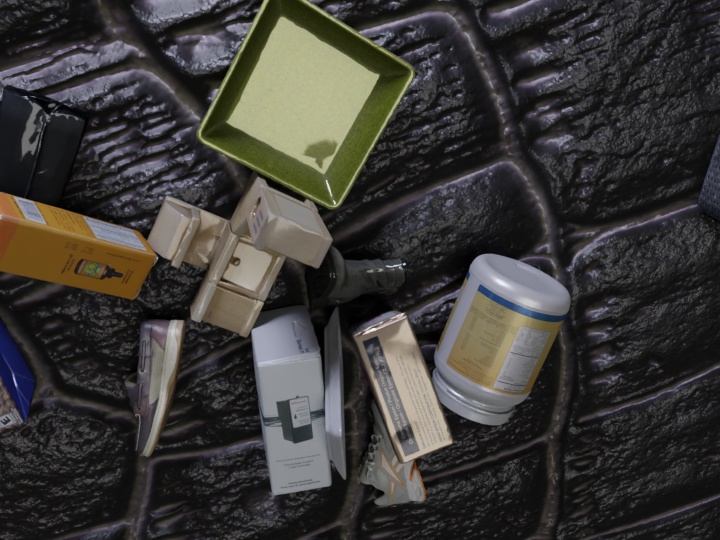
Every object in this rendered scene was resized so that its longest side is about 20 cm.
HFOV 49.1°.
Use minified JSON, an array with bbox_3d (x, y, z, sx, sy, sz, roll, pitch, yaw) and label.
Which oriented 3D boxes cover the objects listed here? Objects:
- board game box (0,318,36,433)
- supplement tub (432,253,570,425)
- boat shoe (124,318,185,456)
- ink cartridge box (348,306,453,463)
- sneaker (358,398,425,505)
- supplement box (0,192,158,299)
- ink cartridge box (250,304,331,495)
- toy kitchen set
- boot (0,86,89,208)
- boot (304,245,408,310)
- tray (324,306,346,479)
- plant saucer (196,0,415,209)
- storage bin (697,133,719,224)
[{"bbox_3d":[-0.523,0.132,0.945,0.198,0.097,0.161,-20,117,-5],"label":"board game box"},{"bbox_3d":[0.187,0.094,1.088,0.143,0.145,0.202,14,110,-20],"label":"supplement tub"},{"bbox_3d":[-0.277,0.151,1.038,0.064,0.072,0.202,15,113,-7],"label":"boat shoe"},{"bbox_3d":[0.046,0.140,1.015,0.074,0.200,0.166,-22,90,-2],"label":"ink cartridge box"},{"bbox_3d":[0.035,0.276,1.171,0.091,0.076,0.202,-17,115,-2],"label":"sneaker"},{"bbox_3d":[-0.337,-0.026,0.901,0.199,0.069,0.067,20,108,-46],"label":"supplement box"},{"bbox_3d":[-0.094,0.168,1.047,0.082,0.147,0.202,-7,114,-10],"label":"ink cartridge box"},{"bbox_3d":[-0.162,-0.011,0.931,0.162,0.181,0.201,22,105,-21],"label":"toy kitchen set"},{"bbox_3d":[-0.412,-0.109,0.882,0.164,0.066,0.201,14,115,-33],"label":"boot"},{"bbox_3d":[0.000,0.000,0.990,0.129,0.200,0.068,-9,80,-9],"label":"boot"},{"bbox_3d":[-0.033,0.156,1.019,0.022,0.201,0.108,-4,136,1],"label":"tray"},{"bbox_3d":[-0.067,-0.204,0.945,0.199,0.048,0.201,26,105,-23],"label":"plant saucer"},{"bbox_3d":[0.583,-0.153,1.112,0.134,0.094,0.202,4,111,-16],"label":"storage bin"}]
